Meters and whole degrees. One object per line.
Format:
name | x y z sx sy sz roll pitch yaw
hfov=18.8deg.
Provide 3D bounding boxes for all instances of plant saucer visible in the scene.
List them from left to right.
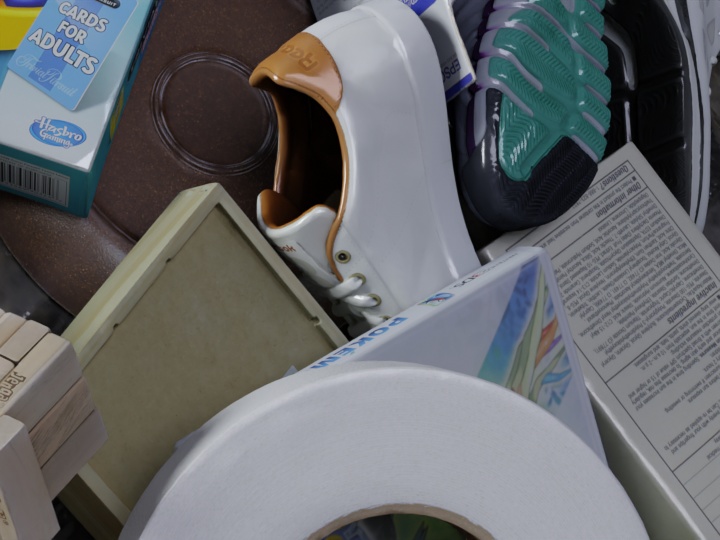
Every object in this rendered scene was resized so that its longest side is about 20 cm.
plant saucer | -0.065 -0.060 0.907 0.199 0.032 0.202 9 65 -20

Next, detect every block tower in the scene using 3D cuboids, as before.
block tower | -0.176 0.029 0.744 0.199 0.054 0.058 22 54 30

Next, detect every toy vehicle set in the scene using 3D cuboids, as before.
toy vehicle set | -0.035 0.083 0.825 0.200 0.026 0.124 52 55 -20

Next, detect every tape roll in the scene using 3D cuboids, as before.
tape roll | 0.009 0.132 0.743 0.201 0.037 0.205 0 91 -15

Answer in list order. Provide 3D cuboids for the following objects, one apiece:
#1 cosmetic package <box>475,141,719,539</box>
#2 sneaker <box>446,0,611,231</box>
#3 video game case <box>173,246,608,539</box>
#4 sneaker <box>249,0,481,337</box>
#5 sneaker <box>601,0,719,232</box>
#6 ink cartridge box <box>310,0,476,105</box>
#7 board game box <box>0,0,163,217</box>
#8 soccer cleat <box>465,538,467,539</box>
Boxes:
cosmetic package | 0.128 0.059 0.921 0.103 0.073 0.201 -33 86 -32
sneaker | 0.058 -0.088 0.934 0.074 0.087 0.201 41 45 -30
video game case | 0.032 0.117 0.826 0.182 0.022 0.201 -28 108 -35
sneaker | 0.000 0.000 0.861 0.084 0.073 0.202 -24 107 -31
sneaker | 0.159 -0.102 1.002 0.115 0.075 0.202 3 79 -37
ink cartridge box | 0.003 -0.154 0.898 0.037 0.095 0.202 -10 76 -31
board game box | -0.147 -0.139 0.863 0.150 0.047 0.201 18 67 -2
soccer cleat | 0.096 0.144 0.840 0.201 0.064 0.084 63 27 -17
